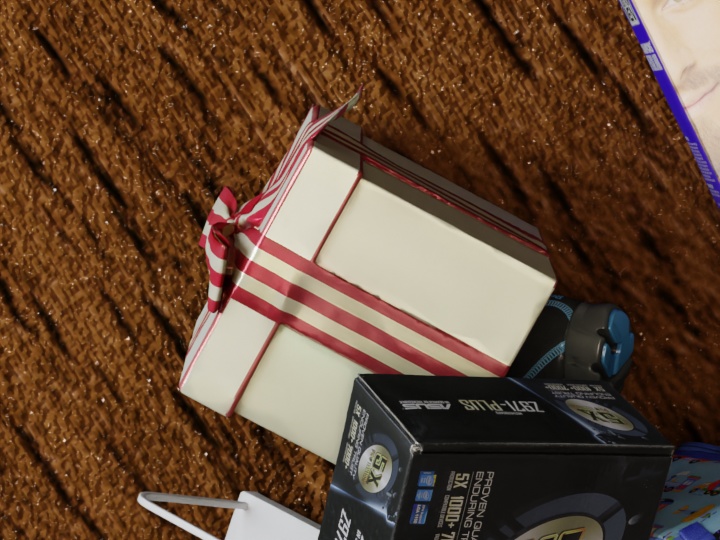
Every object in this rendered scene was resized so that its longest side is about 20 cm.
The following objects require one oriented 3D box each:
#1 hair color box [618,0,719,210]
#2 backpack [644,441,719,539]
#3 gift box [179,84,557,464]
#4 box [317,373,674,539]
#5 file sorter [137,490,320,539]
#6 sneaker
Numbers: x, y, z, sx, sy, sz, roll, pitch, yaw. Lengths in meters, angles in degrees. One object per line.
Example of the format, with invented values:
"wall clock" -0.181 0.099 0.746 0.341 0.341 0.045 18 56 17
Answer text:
"hair color box" 0.246 -0.112 1.457 0.109 0.065 0.200 -26 92 3
"backpack" 0.243 0.166 1.408 0.200 0.183 0.135 -26 102 -19
"gift box" 0.000 0.000 1.413 0.187 0.185 0.200 27 96 -6
"box" 0.063 0.166 1.330 0.164 0.086 0.200 4 112 -26
"file sorter" -0.087 0.245 1.427 0.139 0.124 0.200 22 95 39
"sneaker" 0.116 0.112 1.483 0.082 0.073 0.200 12 99 28
